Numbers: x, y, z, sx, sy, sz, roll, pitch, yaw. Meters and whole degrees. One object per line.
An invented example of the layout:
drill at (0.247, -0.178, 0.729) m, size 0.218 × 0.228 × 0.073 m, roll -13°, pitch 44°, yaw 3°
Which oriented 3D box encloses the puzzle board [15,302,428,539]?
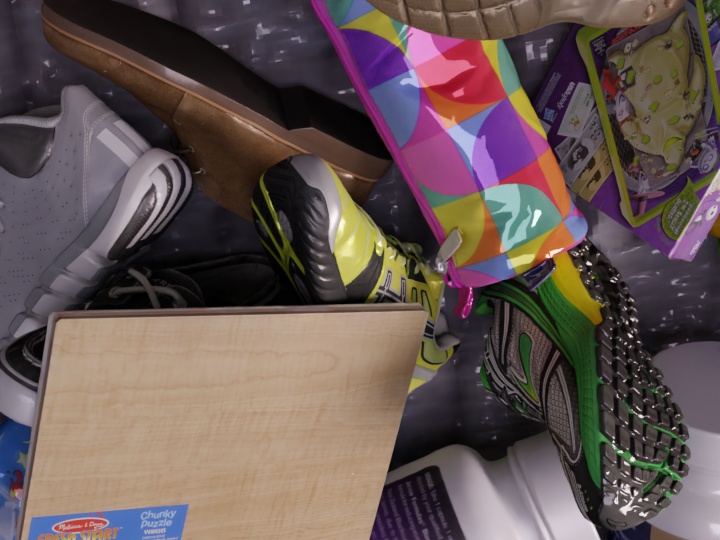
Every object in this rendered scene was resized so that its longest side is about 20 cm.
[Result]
puzzle board at (-0.068, 0.085, 0.721) m, size 0.199 × 0.017 × 0.151 m, roll 0°, pitch 115°, yaw -32°

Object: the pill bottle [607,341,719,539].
pill bottle at (0.199, 0.149, 0.836) m, size 0.115 × 0.116 × 0.201 m, roll -4°, pitch 119°, yaw -3°

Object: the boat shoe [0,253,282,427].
boat shoe at (-0.111, 0.028, 0.750) m, size 0.071 × 0.200 × 0.064 m, roll 32°, pitch 114°, yaw 22°

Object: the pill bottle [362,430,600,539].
pill bottle at (0.036, 0.168, 0.845) m, size 0.199 × 0.111 × 0.112 m, roll -24°, pitch 111°, yaw 5°

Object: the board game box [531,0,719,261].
board game box at (0.168, -0.120, 0.750) m, size 0.032 × 0.120 × 0.200 m, roll 9°, pitch 115°, yaw -46°

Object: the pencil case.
pencil case at (0.044, -0.082, 0.751) m, size 0.088 × 0.088 × 0.201 m, roll -25°, pitch 98°, yaw 5°

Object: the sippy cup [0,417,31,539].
sippy cup at (-0.153, 0.132, 0.811) m, size 0.130 × 0.140 × 0.178 m, roll 39°, pitch 96°, yaw -8°

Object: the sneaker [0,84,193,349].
sneaker at (-0.183, -0.020, 0.790) m, size 0.116 × 0.075 × 0.200 m, roll 45°, pitch 115°, yaw 6°

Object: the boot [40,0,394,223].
boot at (-0.084, -0.077, 0.770) m, size 0.200 × 0.074 × 0.076 m, roll 27°, pitch 116°, yaw -16°

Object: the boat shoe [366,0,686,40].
boat shoe at (0.071, -0.156, 0.699) m, size 0.199 × 0.068 × 0.072 m, roll -5°, pitch 129°, yaw -30°

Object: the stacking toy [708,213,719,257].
stacking toy at (0.221, -0.027, 0.811) m, size 0.085 × 0.085 × 0.200 m, roll -38°, pitch 102°, yaw 9°

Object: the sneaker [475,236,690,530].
sneaker at (0.112, 0.063, 0.772) m, size 0.085 × 0.200 × 0.078 m, roll -39°, pitch 120°, yaw 21°

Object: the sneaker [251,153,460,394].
sneaker at (0.000, 0.000, 0.780) m, size 0.076 × 0.075 × 0.200 m, roll -31°, pitch 145°, yaw -8°
